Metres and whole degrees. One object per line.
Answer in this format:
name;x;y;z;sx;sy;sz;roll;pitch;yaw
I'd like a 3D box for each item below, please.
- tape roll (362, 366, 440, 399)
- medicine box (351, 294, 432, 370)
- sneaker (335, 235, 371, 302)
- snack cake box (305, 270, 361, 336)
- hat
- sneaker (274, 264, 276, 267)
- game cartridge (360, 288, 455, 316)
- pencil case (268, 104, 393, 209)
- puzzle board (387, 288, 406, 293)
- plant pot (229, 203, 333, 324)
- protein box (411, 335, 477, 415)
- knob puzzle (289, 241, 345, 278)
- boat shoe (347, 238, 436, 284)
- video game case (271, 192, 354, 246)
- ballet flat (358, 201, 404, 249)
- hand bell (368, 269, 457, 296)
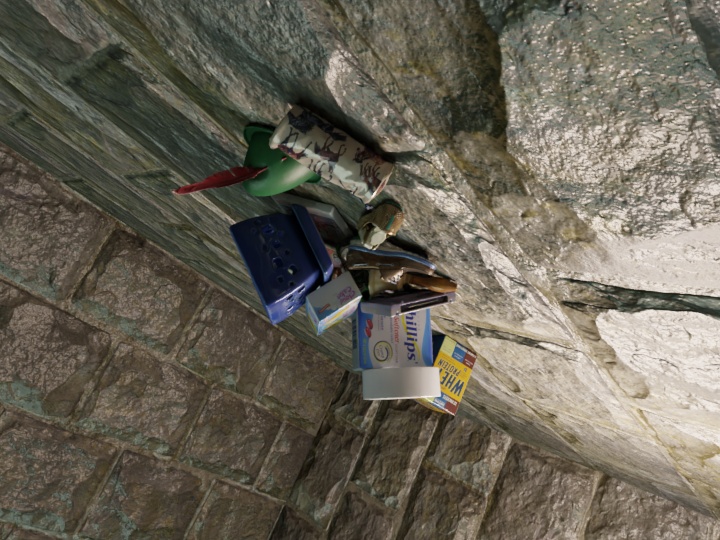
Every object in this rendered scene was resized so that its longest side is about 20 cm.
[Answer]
tape roll;0.100;0.282;1.302;0.196;0.073;0.203;-3;167;-1
medicine box;0.078;0.161;1.356;0.193;0.188;0.103;0;169;-12
sneaker;0.000;0.000;1.223;0.076;0.087;0.202;-19;136;7
snack cake box;-0.067;0.083;1.230;0.068;0.113;0.200;59;167;11
hat;-0.193;-0.149;0.977;0.196;0.180;0.166;21;164;21
sneaker;-0.235;-0.020;1.418;0.199;0.076;0.105;40;134;-19
game cartridge;0.110;0.071;1.223;0.195;0.040;0.128;-9;-169;-33
pencil case;-0.048;-0.180;0.824;0.197;0.079;0.090;30;145;-9
puzzle board;0.028;0.024;1.443;0.197;0.018;0.150;10;155;49
plant pot;-0.168;-0.020;1.178;0.204;0.176;0.201;62;169;13
protein box;0.245;0.334;1.697;0.133;0.204;0.198;30;164;-13
knob puzzle;-0.091;0.005;1.321;0.213;0.031;0.224;13;133;14
boat shoe;0.065;-0.010;1.124;0.194;0.075;0.072;14;177;15
video game case;-0.098;-0.108;1.236;0.179;0.023;0.200;19;162;31
ballet flat;0.028;-0.079;1.034;0.069;0.067;0.200;27;165;-7
hand bell;0.125;0.022;1.195;0.194;0.107;0.105;8;159;18
